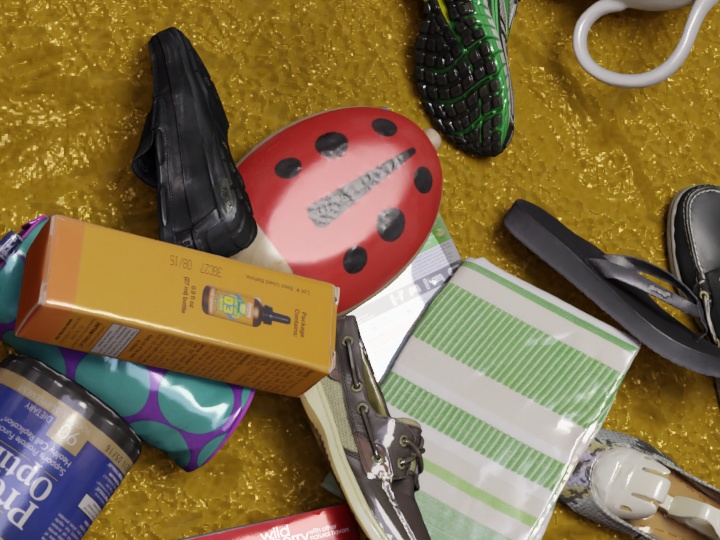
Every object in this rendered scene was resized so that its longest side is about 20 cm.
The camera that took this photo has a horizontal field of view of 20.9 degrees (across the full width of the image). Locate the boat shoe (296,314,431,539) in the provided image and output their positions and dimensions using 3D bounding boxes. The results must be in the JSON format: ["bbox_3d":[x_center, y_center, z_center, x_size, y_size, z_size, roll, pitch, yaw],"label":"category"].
[{"bbox_3d":[0.011,0.118,1.311,0.065,0.073,0.200,-30,73,6],"label":"boat shoe"}]

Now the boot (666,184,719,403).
[{"bbox_3d":[0.296,0.023,1.397,0.073,0.154,0.204,-15,85,-16],"label":"boot"}]

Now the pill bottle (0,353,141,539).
[{"bbox_3d":[-0.240,0.163,1.261,0.112,0.112,0.200,36,74,-6],"label":"pill bottle"}]

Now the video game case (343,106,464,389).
[{"bbox_3d":[0.000,0.000,1.399,0.143,0.018,0.200,-25,87,-16],"label":"video game case"}]

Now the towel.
[{"bbox_3d":[0.088,0.102,1.364,0.152,0.023,0.200,28,77,11],"label":"towel"}]

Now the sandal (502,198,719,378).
[{"bbox_3d":[0.189,0.008,1.389,0.200,0.076,0.043,39,105,12],"label":"sandal"}]

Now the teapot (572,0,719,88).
[{"bbox_3d":[0.185,-0.265,1.426,0.146,0.200,0.198,-22,122,18],"label":"teapot"}]

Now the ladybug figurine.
[{"bbox_3d":[-0.021,-0.043,1.354,0.200,0.072,0.136,-40,91,-17],"label":"ladybug figurine"}]

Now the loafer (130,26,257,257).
[{"bbox_3d":[-0.125,-0.086,1.327,0.070,0.068,0.201,-21,52,6],"label":"loafer"}]

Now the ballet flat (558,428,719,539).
[{"bbox_3d":[0.221,0.166,1.399,0.200,0.072,0.072,28,75,-8],"label":"ballet flat"}]

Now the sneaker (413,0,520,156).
[{"bbox_3d":[0.090,-0.183,1.423,0.085,0.078,0.201,-9,95,-44],"label":"sneaker"}]

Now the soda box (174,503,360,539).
[{"bbox_3d":[-0.099,0.208,1.310,0.199,0.070,0.064,-11,83,-15],"label":"soda box"}]

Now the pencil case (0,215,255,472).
[{"bbox_3d":[-0.165,0.046,1.315,0.200,0.085,0.093,37,85,-6],"label":"pencil case"}]

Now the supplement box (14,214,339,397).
[{"bbox_3d":[-0.116,0.026,1.257,0.200,0.069,0.067,14,61,-19],"label":"supplement box"}]
